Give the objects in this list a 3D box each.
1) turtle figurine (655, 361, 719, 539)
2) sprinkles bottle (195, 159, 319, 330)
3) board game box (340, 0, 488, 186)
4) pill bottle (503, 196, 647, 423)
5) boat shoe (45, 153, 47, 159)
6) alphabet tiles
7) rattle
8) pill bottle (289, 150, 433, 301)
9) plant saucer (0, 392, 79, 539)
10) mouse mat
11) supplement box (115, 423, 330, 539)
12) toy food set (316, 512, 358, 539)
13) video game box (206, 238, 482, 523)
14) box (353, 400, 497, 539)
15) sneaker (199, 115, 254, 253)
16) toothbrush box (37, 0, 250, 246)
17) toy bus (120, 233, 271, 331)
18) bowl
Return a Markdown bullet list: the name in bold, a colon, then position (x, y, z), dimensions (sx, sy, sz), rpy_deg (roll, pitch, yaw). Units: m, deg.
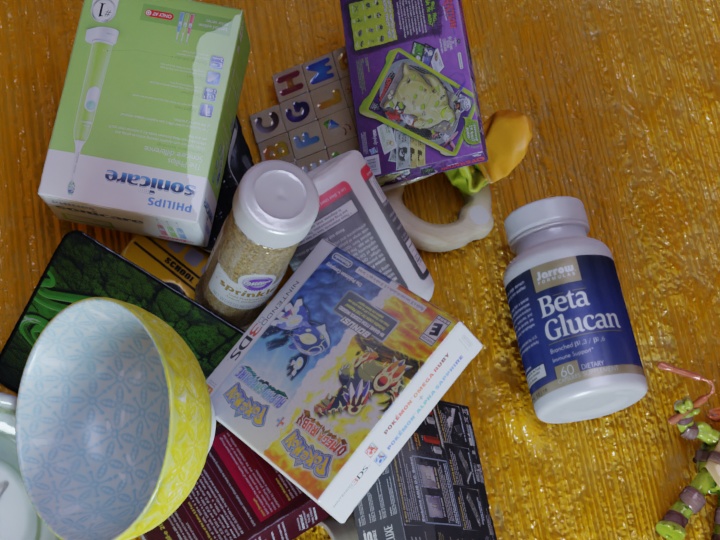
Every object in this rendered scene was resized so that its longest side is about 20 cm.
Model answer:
- **turtle figurine**: position (0.341, 0.190, 1.469), dimensions (0.199, 0.064, 0.162), rpy_deg (32, 71, -10)
- **sprinkles bottle**: position (-0.091, -0.017, 1.292), dimensions (0.067, 0.200, 0.069), rpy_deg (7, 62, -14)
- **board game box**: position (0.050, -0.186, 1.467), dimensions (0.119, 0.032, 0.202), rpy_deg (-14, 68, 17)
- **pill bottle**: position (0.200, 0.036, 1.469), dimensions (0.110, 0.111, 0.202), rpy_deg (-6, 70, -17)
- **boat shoe**: position (-0.217, -0.161, 1.449), dimensions (0.201, 0.075, 0.087), rpy_deg (-31, 60, -1)
- **alphabet tiles**: position (-0.007, -0.145, 1.488), dimensions (0.198, 0.006, 0.168), rpy_deg (-21, 67, 10)
- **rattle**: position (0.049, -0.091, 1.469), dimensions (0.198, 0.143, 0.132), rpy_deg (5, 81, -18)
- **pill bottle**: position (0.000, 0.000, 1.412), dimensions (0.110, 0.110, 0.201), rpy_deg (-34, 99, -24)
- **plant saucer**: position (-0.322, 0.204, 1.276), dimensions (0.198, 0.050, 0.203), rpy_deg (11, 69, -32)
- **mouse mat**: position (-0.210, 0.079, 1.347), dimensions (0.199, 0.008, 0.162), rpy_deg (31, 102, 1)
- **supplement box**: position (-0.099, 0.190, 1.323), dimensions (0.199, 0.061, 0.109), rpy_deg (-30, 63, -13)
- **toy food set**: position (0.046, 0.301, 1.355), dimensions (0.142, 0.060, 0.202), rpy_deg (-8, 71, -30)
- **video game box**: position (-0.024, 0.084, 1.258), dimensions (0.183, 0.199, 0.047), rpy_deg (-53, 132, -7)
- **box**: position (0.056, 0.208, 1.295), dimensions (0.157, 0.049, 0.202), rpy_deg (17, 56, -54)
- **sneaker**: position (-0.126, -0.074, 1.460), dimensions (0.075, 0.088, 0.201), rpy_deg (-26, 49, 16)
- **toothbrush box**: position (-0.189, -0.139, 1.359), dimensions (0.144, 0.086, 0.202), rpy_deg (10, 76, 3)
- **toy bus**: position (-0.136, 0.044, 1.402), dimensions (0.199, 0.065, 0.078), rpy_deg (37, 61, 2)
- **bowl**: position (-0.184, 0.126, 1.257), dimensions (0.107, 0.199, 0.202), rpy_deg (8, 61, -48)
